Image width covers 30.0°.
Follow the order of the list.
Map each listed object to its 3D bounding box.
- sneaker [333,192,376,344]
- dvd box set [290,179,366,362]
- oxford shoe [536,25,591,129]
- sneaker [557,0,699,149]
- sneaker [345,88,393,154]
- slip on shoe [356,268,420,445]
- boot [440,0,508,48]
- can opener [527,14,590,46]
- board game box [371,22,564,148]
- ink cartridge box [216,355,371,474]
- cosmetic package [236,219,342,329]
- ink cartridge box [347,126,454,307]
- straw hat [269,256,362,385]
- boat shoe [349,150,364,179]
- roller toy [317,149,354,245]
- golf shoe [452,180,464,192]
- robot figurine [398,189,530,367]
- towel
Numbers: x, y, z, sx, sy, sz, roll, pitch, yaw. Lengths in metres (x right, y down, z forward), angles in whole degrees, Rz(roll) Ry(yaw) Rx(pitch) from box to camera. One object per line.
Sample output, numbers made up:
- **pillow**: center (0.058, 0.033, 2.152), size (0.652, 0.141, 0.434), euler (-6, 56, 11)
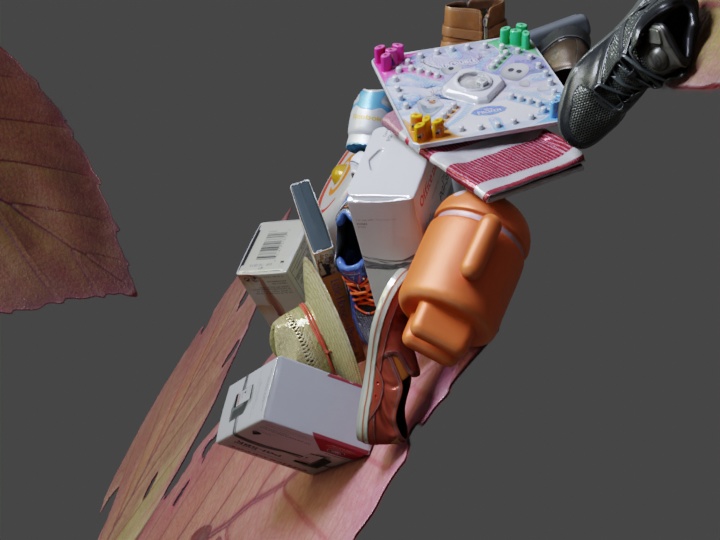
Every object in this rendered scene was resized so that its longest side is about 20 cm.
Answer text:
- **sneaker**: center (0.000, 0.000, 1.627), size (0.074, 0.203, 0.078), euler (-2, 17, 30)
- **dvd box set**: center (-0.042, 0.003, 1.732), size (0.029, 0.202, 0.147), euler (-18, 40, -3)
- **oxford shoe**: center (0.208, -0.203, 1.633), size (0.201, 0.072, 0.085), euler (127, 155, -44)
- **sneaker**: center (0.272, -0.203, 1.368), size (0.200, 0.076, 0.114), euler (-49, 9, 19)
- **sneaker**: center (0.038, -0.177, 1.727), size (0.200, 0.075, 0.082), euler (21, -103, -75)
- **slip on shoe**: center (0.040, 0.098, 1.487), size (0.074, 0.060, 0.203), euler (-20, -61, -75)
- **boot**: center (0.122, -0.277, 1.806), size (0.077, 0.198, 0.157), euler (45, 145, 49)
- **can opener**: center (0.197, -0.267, 1.693), size (0.198, 0.067, 0.053), euler (-24, 12, -1)
- **board game box**: center (0.130, -0.217, 1.534), size (0.201, 0.197, 0.026), euler (-111, 14, -50)
- **ink cartridge box**: center (-0.079, 0.185, 1.668), size (0.200, 0.145, 0.084), euler (145, 142, -63)
- **cosmetic package**: center (-0.082, 0.035, 1.882), size (0.086, 0.201, 0.104), euler (-3, 45, 30)
- **ink cartridge box**: center (0.058, -0.045, 1.549), size (0.147, 0.082, 0.202), euler (-68, -29, -47)
- **straw hat**: center (-0.068, 0.093, 1.681), size (0.084, 0.204, 0.201), euler (-23, 10, -8)
- **boat shoe**: center (0.032, -0.052, 1.675), size (0.065, 0.201, 0.073), euler (-37, 22, -15)
- **roller toy**: center (0.018, -0.113, 1.994), size (0.184, 0.139, 0.200), euler (-61, 14, -10)
- **golf shoe**: center (0.119, -0.167, 1.703), size (0.093, 0.078, 0.203), euler (-18, 67, 12)
- **robot figurine**: center (0.112, 0.000, 1.436), size (0.115, 0.144, 0.202), euler (10, 64, 34)
- **towel**: center (0.134, -0.144, 1.481), size (0.200, 0.143, 0.023), euler (42, 142, 44)
